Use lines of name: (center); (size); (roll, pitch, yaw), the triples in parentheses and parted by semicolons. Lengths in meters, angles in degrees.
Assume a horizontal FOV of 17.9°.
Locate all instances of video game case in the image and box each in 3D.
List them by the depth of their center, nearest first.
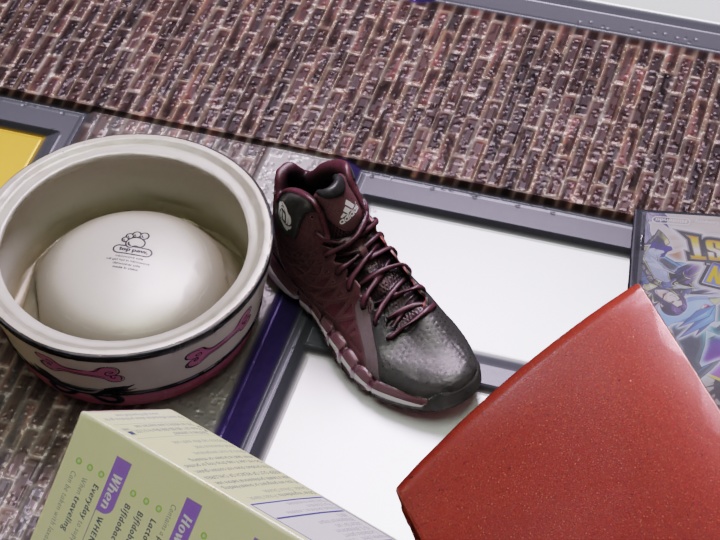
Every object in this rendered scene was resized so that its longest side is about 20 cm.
video game case: (0.273, 0.038, 1.494); (0.199, 0.026, 0.181); (5, 49, 7)

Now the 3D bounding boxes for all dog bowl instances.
dog bowl: (-0.154, 0.004, 1.513); (0.199, 0.074, 0.201); (-2, 48, 2)

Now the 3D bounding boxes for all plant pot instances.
plant pot: (0.133, 0.166, 1.285); (0.176, 0.200, 0.200); (-24, 50, -3)

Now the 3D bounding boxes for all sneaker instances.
sneaker: (0.000, 0.000, 1.480); (0.076, 0.116, 0.200); (-33, 54, -25)

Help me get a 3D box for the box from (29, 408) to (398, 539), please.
box: (-0.083, 0.196, 1.230); (0.200, 0.097, 0.176); (27, 99, 25)
